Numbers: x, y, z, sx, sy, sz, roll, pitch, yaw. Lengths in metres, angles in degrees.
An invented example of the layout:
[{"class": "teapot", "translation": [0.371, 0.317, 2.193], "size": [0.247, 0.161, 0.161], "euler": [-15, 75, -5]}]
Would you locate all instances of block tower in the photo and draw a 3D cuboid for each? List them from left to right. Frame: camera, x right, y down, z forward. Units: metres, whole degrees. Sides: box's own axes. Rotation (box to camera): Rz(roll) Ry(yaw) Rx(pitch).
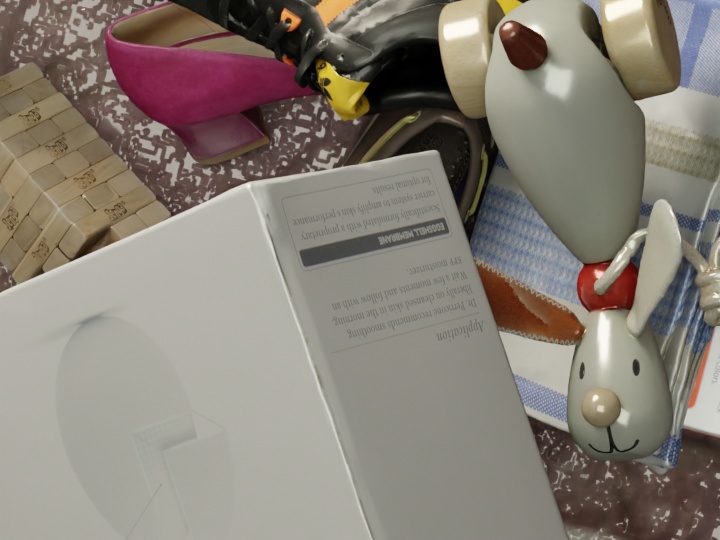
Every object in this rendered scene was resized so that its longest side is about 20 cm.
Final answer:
[{"class": "block tower", "translation": [-0.119, -0.008, 1.335], "size": [0.200, 0.058, 0.054], "euler": [47, 130, 9]}]

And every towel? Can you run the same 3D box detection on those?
[{"class": "towel", "translation": [0.108, -0.026, 1.250], "size": [0.147, 0.024, 0.200], "euler": [20, 95, 48]}]

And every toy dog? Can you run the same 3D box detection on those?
[{"class": "toy dog", "translation": [0.086, -0.029, 1.160], "size": [0.132, 0.096, 0.200], "euler": [-33, 79, 19]}]

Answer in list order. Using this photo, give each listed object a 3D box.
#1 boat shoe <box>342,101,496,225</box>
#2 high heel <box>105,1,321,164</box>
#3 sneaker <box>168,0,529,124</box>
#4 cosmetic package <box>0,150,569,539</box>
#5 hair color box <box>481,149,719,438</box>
[{"class": "boat shoe", "translation": [0.000, 0.000, 1.325], "size": [0.072, 0.060, 0.200], "euler": [30, 110, -6]}, {"class": "high heel", "translation": [-0.015, -0.122, 1.321], "size": [0.200, 0.096, 0.067], "euler": [-23, 54, 12]}, {"class": "sneaker", "translation": [-0.017, -0.110, 1.257], "size": [0.200, 0.070, 0.090], "euler": [10, 60, 7]}, {"class": "cosmetic package", "translation": [-0.043, 0.081, 1.154], "size": [0.199, 0.123, 0.200], "euler": [-21, 85, 38]}, {"class": "hair color box", "translation": [0.148, 0.015, 1.333], "size": [0.200, 0.064, 0.111], "euler": [15, 91, 5]}]
